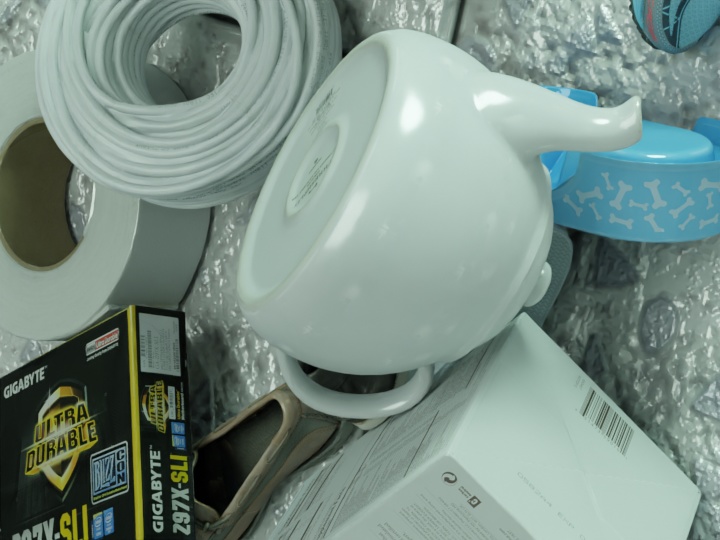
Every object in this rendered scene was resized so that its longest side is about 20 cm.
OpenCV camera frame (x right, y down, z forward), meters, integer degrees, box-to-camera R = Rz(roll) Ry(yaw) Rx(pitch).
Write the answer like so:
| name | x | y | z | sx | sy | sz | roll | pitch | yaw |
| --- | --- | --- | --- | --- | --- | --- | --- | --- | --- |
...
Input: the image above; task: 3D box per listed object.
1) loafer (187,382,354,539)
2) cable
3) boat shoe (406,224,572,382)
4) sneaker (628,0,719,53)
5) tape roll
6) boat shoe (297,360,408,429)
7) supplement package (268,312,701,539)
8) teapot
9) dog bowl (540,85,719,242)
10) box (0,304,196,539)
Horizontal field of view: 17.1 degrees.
| name | x | y | z | sx | sy | sz | roll | pitch | yaw |
| --- | --- | --- | --- | --- | --- | --- | --- | --- | --- |
| loafer | -0.086 | 0.129 | 1.554 | 0.200 | 0.063 | 0.072 | -43 | 65 | 32 |
| cable | -0.111 | -0.138 | 1.529 | 0.200 | 0.069 | 0.200 | 36 | 87 | 21 |
| boat shoe | 0.063 | 0.043 | 1.433 | 0.200 | 0.072 | 0.062 | -60 | 30 | 19 |
| sneaker | 0.221 | -0.187 | 1.279 | 0.096 | 0.079 | 0.200 | 49 | 120 | 28 |
| tape roll | -0.195 | -0.050 | 1.647 | 0.202 | 0.071 | 0.203 | -2 | 88 | 41 |
| boat shoe | 0.000 | 0.000 | 1.430 | 0.067 | 0.057 | 0.200 | -32 | 39 | 37 |
| supplement package | 0.056 | 0.161 | 1.336 | 0.152 | 0.151 | 0.200 | 45 | 124 | -8 |
| teapot | 0.033 | -0.019 | 1.274 | 0.198 | 0.146 | 0.200 | -65 | 18 | -9 |
| dog bowl | 0.127 | -0.061 | 1.344 | 0.200 | 0.111 | 0.050 | 16 | 113 | 40 |
| box | -0.181 | 0.127 | 1.607 | 0.200 | 0.049 | 0.160 | -26 | 65 | 51 |
